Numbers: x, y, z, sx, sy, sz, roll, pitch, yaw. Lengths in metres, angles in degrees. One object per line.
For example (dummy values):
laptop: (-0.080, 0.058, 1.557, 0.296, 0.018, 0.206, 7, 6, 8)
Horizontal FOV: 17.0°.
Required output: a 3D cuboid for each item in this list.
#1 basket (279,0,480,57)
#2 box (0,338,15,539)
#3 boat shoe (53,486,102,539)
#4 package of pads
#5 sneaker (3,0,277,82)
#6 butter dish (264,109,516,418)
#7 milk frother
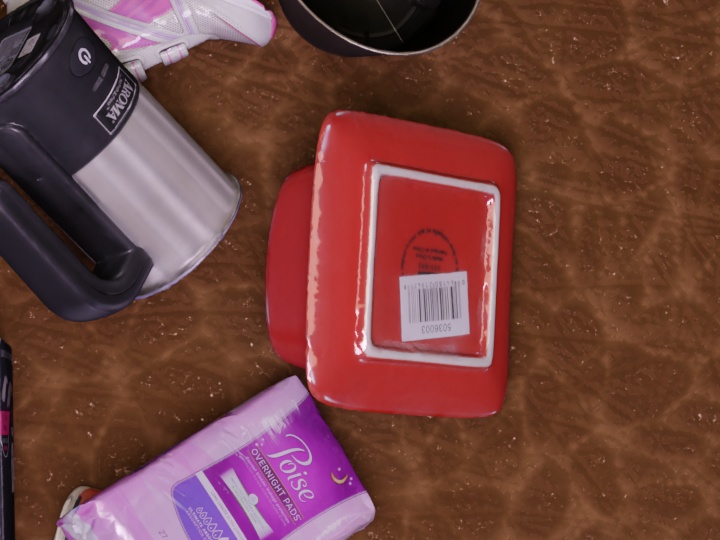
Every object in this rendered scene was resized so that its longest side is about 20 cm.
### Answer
basket: (0.002, -0.215, 1.657, 0.136, 0.200, 0.180, -32, 88, -5)
box: (-0.291, 0.148, 1.649, 0.106, 0.122, 0.200, -1, 87, -4)
boat shoe: (-0.200, 0.250, 1.681, 0.063, 0.071, 0.200, 13, 87, 39)
package of pads: (-0.095, 0.170, 1.647, 0.200, 0.076, 0.121, -30, 88, -36)
sneaker: (-0.159, -0.168, 1.708, 0.200, 0.081, 0.088, 5, 90, 2)
butter dish: (0.000, 0.000, 1.678, 0.200, 0.148, 0.200, 7, 83, -45)
milk frother: (-0.225, -0.061, 1.658, 0.188, 0.200, 0.181, 48, 61, -28)
